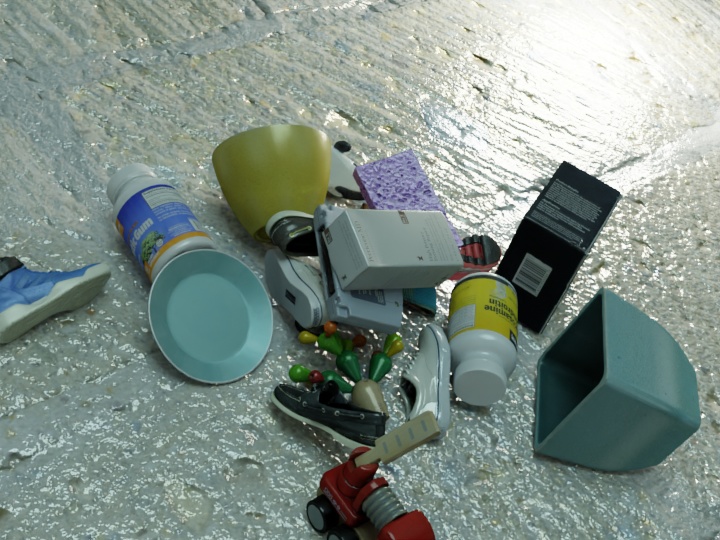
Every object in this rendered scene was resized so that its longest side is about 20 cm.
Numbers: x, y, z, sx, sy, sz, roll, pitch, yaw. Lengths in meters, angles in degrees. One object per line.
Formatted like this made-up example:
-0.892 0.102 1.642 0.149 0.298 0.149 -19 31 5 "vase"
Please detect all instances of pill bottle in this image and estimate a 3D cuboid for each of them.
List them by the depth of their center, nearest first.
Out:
-0.312 -0.070 1.668 0.111 0.113 0.200 -18 54 -34 "pill bottle"
0.189 0.107 1.686 0.111 0.113 0.201 15 43 -6 "pill bottle"

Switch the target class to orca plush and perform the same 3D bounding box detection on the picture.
-0.018 -0.167 1.909 0.198 0.107 0.071 11 -8 28 "orca plush"

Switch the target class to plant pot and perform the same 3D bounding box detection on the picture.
0.398 0.188 1.641 0.198 0.196 0.198 25 41 -11 "plant pot"
-0.136 -0.128 1.763 0.197 0.200 0.144 -2 72 -23 "plant pot"

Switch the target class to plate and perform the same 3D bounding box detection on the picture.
-0.220 0.068 1.585 0.198 0.026 0.203 11 69 -29 "plate"

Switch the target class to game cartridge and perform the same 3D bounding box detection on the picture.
0.000 0.000 1.636 0.132 0.041 0.202 19 47 -37 "game cartridge"

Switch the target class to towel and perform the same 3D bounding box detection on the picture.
0.062 -0.018 1.808 0.145 0.022 0.201 24 38 -22 "towel"

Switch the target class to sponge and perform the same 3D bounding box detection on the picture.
0.075 -0.100 1.765 0.110 0.030 0.202 -17 64 -19 "sponge"

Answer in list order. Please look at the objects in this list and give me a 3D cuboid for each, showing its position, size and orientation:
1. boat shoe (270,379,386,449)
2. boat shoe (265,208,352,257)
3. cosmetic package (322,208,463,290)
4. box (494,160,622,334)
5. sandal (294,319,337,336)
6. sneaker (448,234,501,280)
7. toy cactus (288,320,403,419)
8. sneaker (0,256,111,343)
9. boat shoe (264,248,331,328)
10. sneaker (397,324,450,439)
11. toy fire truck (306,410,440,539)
-0.042 0.187 1.504 0.198 0.067 0.074 24 11 40 "boat shoe"
-0.052 -0.053 1.712 0.199 0.072 0.061 -3 43 -34 "boat shoe"
0.050 -0.032 1.619 0.198 0.074 0.103 -2 61 -42 "cosmetic package"
0.322 -0.040 1.821 0.123 0.201 0.197 32 43 11 "box"
-0.034 0.035 1.718 0.075 0.048 0.201 28 42 6 "sandal"
0.130 -0.011 1.790 0.197 0.087 0.075 3 59 -9 "sneaker"
-0.002 0.147 1.599 0.198 0.102 0.166 -10 60 -41 "toy cactus"
-0.462 0.013 1.550 0.199 0.077 0.111 -32 73 -34 "sneaker"
-0.086 0.024 1.667 0.069 0.072 0.200 -5 25 -28 "boat shoe"
0.093 0.158 1.627 0.070 0.073 0.201 13 43 -13 "sneaker"
0.041 0.290 1.378 0.128 0.201 0.176 -19 55 -34 "toy fire truck"
